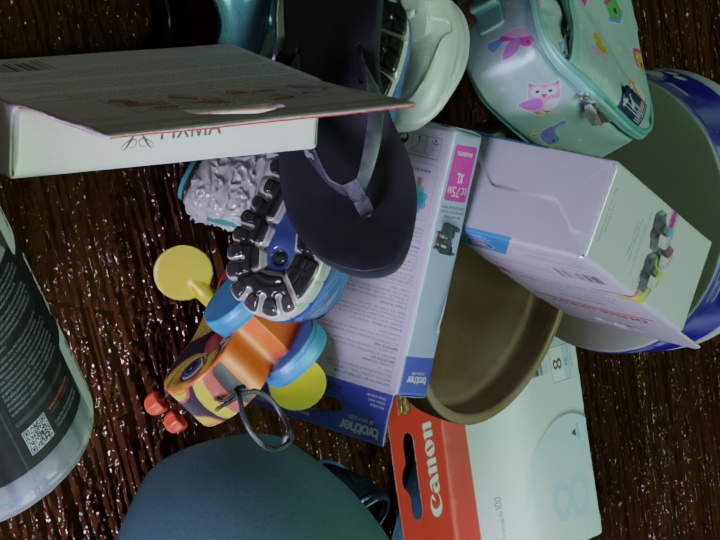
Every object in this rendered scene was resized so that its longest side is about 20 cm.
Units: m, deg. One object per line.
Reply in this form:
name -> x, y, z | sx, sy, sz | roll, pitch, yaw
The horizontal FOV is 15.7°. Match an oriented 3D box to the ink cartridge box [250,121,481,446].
ink cartridge box -> 0.000, 0.000, 1.646 | 0.042, 0.119, 0.202 | 10, 94, -55

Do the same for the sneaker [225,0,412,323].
sneaker -> -0.017, -0.064, 1.537 | 0.201, 0.078, 0.089 | -70, 158, -4

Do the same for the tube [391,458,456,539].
tube -> 0.085, 0.198, 1.918 | 0.200, 0.050, 0.078 | 28, 70, -51

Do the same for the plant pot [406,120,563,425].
plant pot -> 0.056, -0.005, 1.752 | 0.200, 0.092, 0.203 | -25, 122, -50

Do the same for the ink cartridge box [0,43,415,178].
ink cartridge box -> -0.101, -0.078, 1.377 | 0.199, 0.176, 0.045 | -8, 110, -38

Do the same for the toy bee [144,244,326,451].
toy bee -> -0.084, 0.044, 1.575 | 0.131, 0.108, 0.200 | 57, 31, -4

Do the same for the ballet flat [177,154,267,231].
ballet flat -> -0.040, -0.105, 1.595 | 0.201, 0.071, 0.072 | -61, 144, -18

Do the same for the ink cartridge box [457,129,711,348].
ink cartridge box -> 0.148, -0.018, 1.697 | 0.200, 0.114, 0.068 | 33, 75, -56

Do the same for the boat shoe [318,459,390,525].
boat shoe -> -0.049, 0.211, 1.700 | 0.201, 0.068, 0.084 | -62, 144, -19

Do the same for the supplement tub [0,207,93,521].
supplement tub -> -0.221, 0.026, 1.327 | 0.123, 0.122, 0.201 | -52, 141, -31

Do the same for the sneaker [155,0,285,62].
sneaker -> -0.079, -0.192, 1.498 | 0.090, 0.078, 0.202 | -12, 111, -50

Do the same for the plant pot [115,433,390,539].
plant pot -> -0.072, 0.178, 1.577 | 0.200, 0.199, 0.136 | 21, 47, -56

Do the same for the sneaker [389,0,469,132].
sneaker -> 0.015, -0.182, 1.586 | 0.099, 0.074, 0.202 | 23, 61, -47

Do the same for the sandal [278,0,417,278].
sandal -> -0.015, -0.094, 1.468 | 0.043, 0.075, 0.202 | 45, 36, -78

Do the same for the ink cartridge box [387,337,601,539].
ink cartridge box -> 0.096, 0.131, 1.867 | 0.199, 0.047, 0.162 | -14, 97, -55

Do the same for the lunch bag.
lunch bag -> 0.121, -0.174, 1.717 | 0.160, 0.077, 0.201 | 39, 35, -48

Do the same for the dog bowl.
dog bowl -> 0.192, -0.042, 1.842 | 0.079, 0.199, 0.202 | -4, 105, -52
